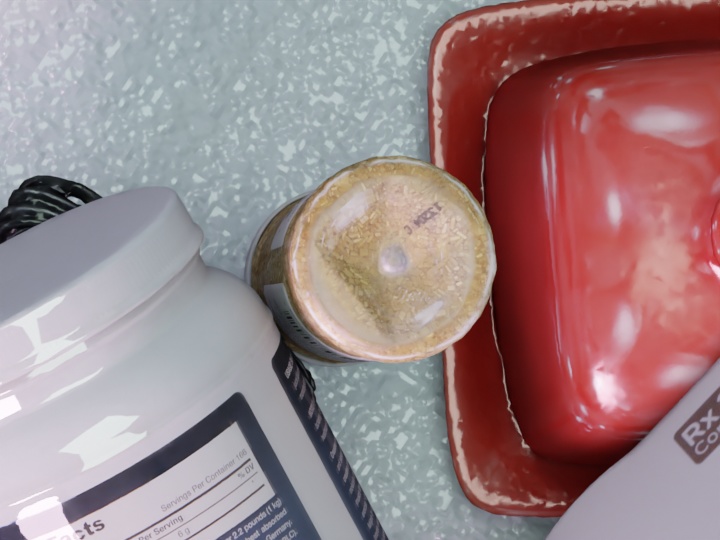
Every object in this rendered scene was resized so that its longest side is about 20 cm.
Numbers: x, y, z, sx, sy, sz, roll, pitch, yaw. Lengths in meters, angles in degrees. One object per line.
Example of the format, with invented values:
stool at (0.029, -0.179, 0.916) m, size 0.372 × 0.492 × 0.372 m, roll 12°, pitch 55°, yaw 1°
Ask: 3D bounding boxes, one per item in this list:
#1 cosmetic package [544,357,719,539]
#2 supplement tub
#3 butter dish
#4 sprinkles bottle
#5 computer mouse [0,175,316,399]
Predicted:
cosmetic package at (0.167, 0.166, 1.021) m, size 0.165 × 0.165 × 0.200 m, roll -48°, pitch 124°, yaw 5°
supplement tub at (-0.071, 0.088, 0.999) m, size 0.140 × 0.140 × 0.200 m, roll -29°, pitch 104°, yaw -7°
butter dish at (0.134, -0.010, 1.085) m, size 0.200 × 0.148 × 0.200 m, roll -3°, pitch 89°, yaw -7°
sprinkles bottle at (0.000, 0.000, 1.042) m, size 0.068 × 0.200 × 0.068 m, roll 0°, pitch 88°, yaw -7°
computer mouse at (-0.122, 0.075, 1.093) m, size 0.138 × 0.053 × 0.200 m, roll 38°, pitch 94°, yaw -9°
